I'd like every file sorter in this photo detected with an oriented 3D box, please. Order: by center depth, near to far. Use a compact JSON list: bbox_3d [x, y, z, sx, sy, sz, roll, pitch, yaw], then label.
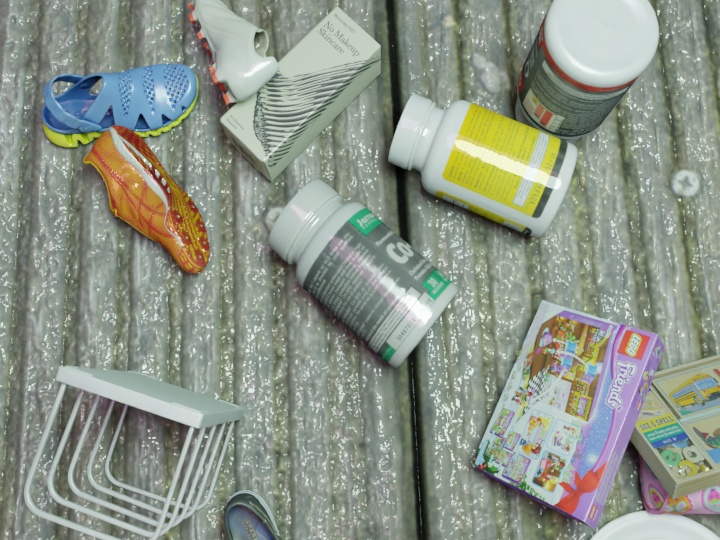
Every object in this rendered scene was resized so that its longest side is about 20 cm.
[{"bbox_3d":[-0.215,0.177,0.715,0.136,0.200,0.127,17,82,4],"label":"file sorter"}]

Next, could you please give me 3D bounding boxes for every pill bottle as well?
[{"bbox_3d":[0.000,0.000,0.794,0.199,0.113,0.114,40,80,7],"label":"pill bottle"},{"bbox_3d":[0.236,-0.216,0.796,0.113,0.200,0.119,0,77,0],"label":"pill bottle"},{"bbox_3d":[0.135,-0.125,0.822,0.196,0.111,0.113,23,78,4],"label":"pill bottle"}]

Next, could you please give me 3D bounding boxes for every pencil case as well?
[{"bbox_3d":[0.393,0.210,0.761,0.195,0.088,0.090,-2,77,2],"label":"pencil case"}]

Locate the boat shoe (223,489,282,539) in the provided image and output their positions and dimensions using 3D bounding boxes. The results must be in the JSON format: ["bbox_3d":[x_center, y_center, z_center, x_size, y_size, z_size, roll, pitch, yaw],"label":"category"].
[{"bbox_3d":[-0.087,0.324,0.746,0.069,0.066,0.203,-25,78,-5],"label":"boat shoe"}]

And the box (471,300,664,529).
[{"bbox_3d":[0.218,0.145,0.764,0.135,0.039,0.203,17,76,41],"label":"box"}]

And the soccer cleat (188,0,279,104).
[{"bbox_3d":[-0.149,-0.272,0.853,0.076,0.070,0.202,-26,52,1],"label":"soccer cleat"}]

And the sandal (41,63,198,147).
[{"bbox_3d":[-0.289,-0.202,0.854,0.196,0.087,0.081,-17,76,-5],"label":"sandal"}]

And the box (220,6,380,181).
[{"bbox_3d":[-0.068,-0.210,0.863,0.082,0.068,0.200,41,81,10],"label":"box"}]

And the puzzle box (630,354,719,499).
[{"bbox_3d":[0.374,0.150,0.755,0.195,0.026,0.134,-13,38,-10],"label":"puzzle box"}]

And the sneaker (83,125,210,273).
[{"bbox_3d":[-0.245,-0.074,0.844,0.077,0.073,0.201,-41,79,17],"label":"sneaker"}]

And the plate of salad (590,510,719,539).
[{"bbox_3d":[0.313,0.357,0.748,0.195,0.048,0.205,-1,68,3],"label":"plate of salad"}]
